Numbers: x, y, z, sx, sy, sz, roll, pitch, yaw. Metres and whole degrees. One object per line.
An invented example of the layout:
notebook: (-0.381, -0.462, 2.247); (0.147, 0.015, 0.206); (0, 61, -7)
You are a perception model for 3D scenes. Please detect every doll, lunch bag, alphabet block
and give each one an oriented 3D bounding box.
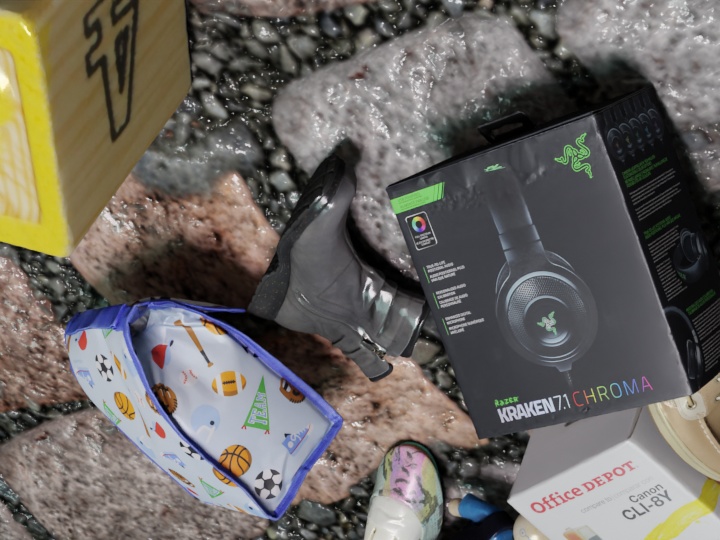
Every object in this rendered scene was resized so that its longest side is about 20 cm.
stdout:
doll: (0.101, 0.256, 1.320); (0.200, 0.048, 0.137); (-47, 66, 37)
lunch bag: (-0.138, 0.095, 1.289); (0.200, 0.124, 0.170); (41, 159, -18)
alphabet block: (-0.244, -0.161, 1.079); (0.194, 0.201, 0.198); (14, 135, 17)

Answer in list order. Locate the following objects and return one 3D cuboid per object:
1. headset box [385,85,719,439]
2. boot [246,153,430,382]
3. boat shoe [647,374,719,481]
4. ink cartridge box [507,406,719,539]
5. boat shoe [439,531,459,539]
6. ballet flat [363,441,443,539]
headset box: (0.133, -0.009, 1.055); (0.173, 0.093, 0.202); (-16, 96, 38)
boot: (0.000, 0.000, 1.204); (0.131, 0.070, 0.200); (28, 148, -1)
boat shoe: (0.237, 0.070, 1.129); (0.064, 0.071, 0.201); (-19, 117, 40)
ink cartridge box: (0.235, 0.188, 1.229); (0.200, 0.084, 0.145); (42, 136, -12)
boat shoe: (0.152, 0.269, 1.355); (0.199, 0.068, 0.073); (11, 92, 44)
ballet flat: (0.028, 0.238, 1.393); (0.069, 0.071, 0.201); (29, 138, 19)
